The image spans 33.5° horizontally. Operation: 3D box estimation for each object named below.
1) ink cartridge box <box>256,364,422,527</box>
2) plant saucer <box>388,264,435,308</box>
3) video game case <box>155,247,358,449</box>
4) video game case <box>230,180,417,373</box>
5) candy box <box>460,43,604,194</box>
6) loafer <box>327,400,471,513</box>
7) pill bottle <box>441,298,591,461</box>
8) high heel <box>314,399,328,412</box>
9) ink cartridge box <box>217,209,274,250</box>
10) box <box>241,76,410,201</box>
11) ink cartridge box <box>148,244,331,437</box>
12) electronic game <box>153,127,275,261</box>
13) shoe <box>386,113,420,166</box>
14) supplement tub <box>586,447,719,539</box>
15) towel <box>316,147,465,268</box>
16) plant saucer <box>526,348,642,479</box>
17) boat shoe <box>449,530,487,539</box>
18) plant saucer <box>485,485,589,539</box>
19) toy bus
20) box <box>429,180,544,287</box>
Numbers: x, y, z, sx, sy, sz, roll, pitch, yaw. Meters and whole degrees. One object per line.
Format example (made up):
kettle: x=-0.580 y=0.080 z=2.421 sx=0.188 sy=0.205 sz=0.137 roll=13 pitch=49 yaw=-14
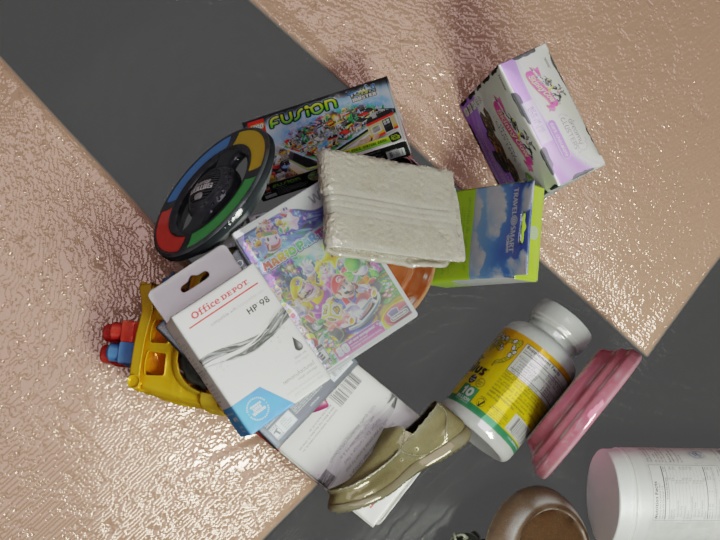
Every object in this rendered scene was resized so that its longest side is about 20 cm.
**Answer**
ink cartridge box: x=-0.019 y=0.205 z=1.518 sx=0.200 sy=0.083 sz=0.147 roll=40 pitch=80 yaw=-2
plant saucer: x=0.000 y=0.000 z=1.520 sx=0.200 sy=0.032 sz=0.201 roll=-12 pitch=126 yaw=-17
video game case: x=-0.120 y=0.089 z=1.406 sx=0.200 sy=0.019 sz=0.143 roll=46 pitch=73 yaw=-3
video game case: x=-0.042 y=0.006 z=1.421 sx=0.143 sy=0.018 sz=0.200 roll=-32 pitch=90 yaw=-16
candy box: x=0.215 y=-0.178 z=1.538 sx=0.071 sy=0.200 sz=0.168 roll=-25 pitch=88 yaw=-11
loafer: x=0.038 y=0.225 z=1.448 sx=0.200 sy=0.076 sz=0.068 roll=-29 pitch=88 yaw=-20
pill bottle: x=0.205 y=0.137 z=1.546 sx=0.113 sy=0.113 sz=0.200 roll=42 pitch=80 yaw=-3
high heel: x=-0.083 y=0.074 z=1.456 sx=0.096 sy=0.067 sz=0.200 roll=0 pitch=75 yaw=8
ink cartridge box: x=-0.085 y=-0.059 z=1.528 sx=0.200 sy=0.099 sz=0.039 roll=-15 pitch=84 yaw=-10
box: x=-0.045 y=-0.169 z=1.532 sx=0.200 sy=0.035 sz=0.110 roll=-18 pitch=59 yaw=4
ink cartridge box: x=-0.140 y=0.075 z=1.359 sx=0.116 sy=0.067 sz=0.200 roll=-35 pitch=91 yaw=-17
electronic game: x=-0.181 y=-0.095 z=1.475 sx=0.042 sy=0.200 sz=0.200 roll=42 pitch=78 yaw=-31
shoe: x=0.041 y=-0.154 z=1.563 sx=0.071 sy=0.091 sz=0.200 roll=-15 pitch=86 yaw=-10
supplement tub: x=0.408 y=0.295 z=1.553 sx=0.200 sy=0.132 sz=0.132 roll=1 pitch=84 yaw=-8
towel: x=0.037 y=-0.073 z=1.445 sx=0.200 sy=0.034 sz=0.133 roll=8 pitch=65 yaw=-31
plant saucer: x=0.276 y=0.172 z=1.515 sx=0.051 sy=0.201 sz=0.201 roll=39 pitch=79 yaw=11
boat shoe: x=0.137 y=0.366 z=1.536 sx=0.200 sy=0.071 sz=0.064 roll=-4 pitch=85 yaw=-18
plant saucer: x=0.234 y=0.374 z=1.517 sx=0.200 sy=0.032 sz=0.201 roll=7 pitch=79 yaw=-38
toy bus: x=-0.227 y=0.070 z=1.488 sx=0.192 sy=0.136 sz=0.200 roll=8 pitch=80 yaw=8
box: x=0.160 y=-0.044 z=1.517 sx=0.048 sy=0.200 sz=0.122 roll=9 pitch=82 yaw=-35
